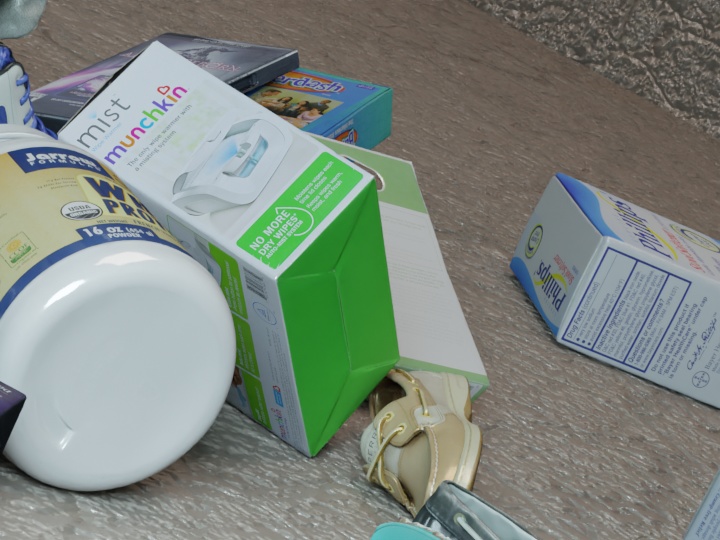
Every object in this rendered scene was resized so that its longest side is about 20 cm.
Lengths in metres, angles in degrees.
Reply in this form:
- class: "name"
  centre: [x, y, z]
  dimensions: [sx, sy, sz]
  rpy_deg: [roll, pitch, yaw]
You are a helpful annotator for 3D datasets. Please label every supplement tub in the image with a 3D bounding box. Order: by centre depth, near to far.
- class: "supplement tub"
  centre: [-0.169, 0.014, 1.402]
  dimensions: [0.144, 0.145, 0.200]
  rpy_deg: [15, 17, -36]

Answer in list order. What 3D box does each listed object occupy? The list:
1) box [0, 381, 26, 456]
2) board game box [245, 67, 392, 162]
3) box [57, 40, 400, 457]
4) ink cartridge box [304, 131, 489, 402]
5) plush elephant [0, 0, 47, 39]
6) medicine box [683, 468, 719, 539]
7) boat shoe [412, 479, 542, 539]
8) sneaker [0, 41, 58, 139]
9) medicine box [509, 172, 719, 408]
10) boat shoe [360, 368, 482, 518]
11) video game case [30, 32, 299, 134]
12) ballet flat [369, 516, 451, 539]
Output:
- class: "box"
  centre: [-0.275, 0.059, 1.194]
  dimensions: [0.199, 0.079, 0.141]
  rpy_deg: [27, 16, 4]
- class: "board game box"
  centre: [-0.086, -0.106, 1.989]
  dimensions: [0.151, 0.045, 0.200]
  rpy_deg: [14, 29, 25]
- class: "box"
  centre: [-0.078, -0.009, 1.551]
  dimensions: [0.176, 0.097, 0.200]
  rpy_deg: [33, -25, 26]
- class: "ink cartridge box"
  centre: [0.000, 0.000, 1.792]
  dimensions: [0.145, 0.048, 0.201]
  rpy_deg: [14, 44, -40]
- class: "plush elephant"
  centre: [-0.320, -0.192, 1.853]
  dimensions: [0.200, 0.156, 0.164]
  rpy_deg: [35, 16, 34]
- class: "medicine box"
  centre: [0.351, 0.202, 1.702]
  dimensions: [0.182, 0.103, 0.200]
  rpy_deg: [12, 19, -45]
- class: "boat shoe"
  centre: [0.114, 0.186, 1.432]
  dimensions: [0.199, 0.071, 0.072]
  rpy_deg: [28, 14, 5]
- class: "sneaker"
  centre: [-0.239, -0.094, 1.732]
  dimensions: [0.199, 0.116, 0.081]
  rpy_deg: [16, 18, -36]
- class: "medicine box"
  centre: [0.252, 0.020, 2.221]
  dimensions: [0.199, 0.103, 0.182]
  rpy_deg: [23, 14, -17]
- class: "boat shoe"
  centre: [0.033, 0.113, 1.580]
  dimensions: [0.069, 0.074, 0.200]
  rpy_deg: [12, 14, -5]
- class: "video game case"
  centre: [-0.163, -0.143, 1.994]
  dimensions: [0.142, 0.019, 0.200]
  rpy_deg: [11, 28, 37]
- class: "ballet flat"
  centre: [0.071, 0.208, 1.327]
  dimensions: [0.072, 0.072, 0.200]
  rpy_deg: [10, 23, -48]
